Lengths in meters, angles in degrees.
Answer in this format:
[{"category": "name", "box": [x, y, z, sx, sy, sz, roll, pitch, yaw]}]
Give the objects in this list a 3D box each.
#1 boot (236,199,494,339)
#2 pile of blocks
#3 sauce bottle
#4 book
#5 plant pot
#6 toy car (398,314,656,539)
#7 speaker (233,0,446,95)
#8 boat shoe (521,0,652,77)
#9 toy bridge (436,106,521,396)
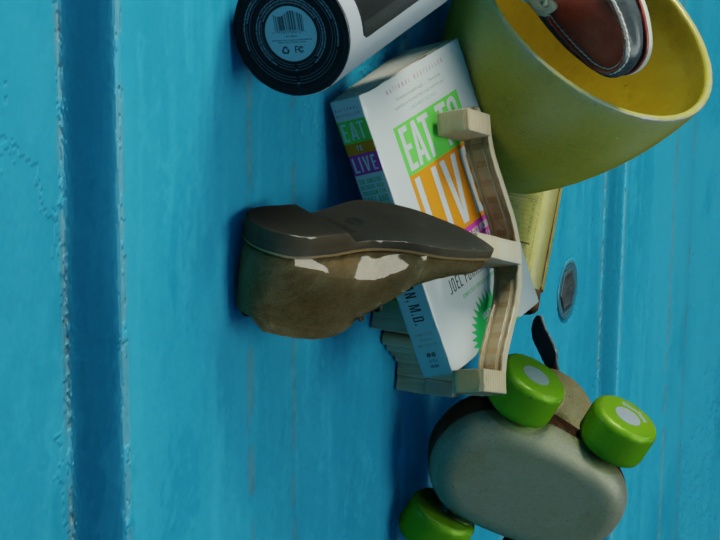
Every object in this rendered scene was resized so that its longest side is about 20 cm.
[{"category": "boot", "box": [0.000, 0.000, 1.688, 0.200, 0.074, 0.076, -2, 113, -40]}, {"category": "pile of blocks", "box": [0.050, 0.024, 1.883, 0.200, 0.062, 0.082, 66, 38, -54]}, {"category": "sauce bottle", "box": [0.127, -0.068, 2.045, 0.066, 0.066, 0.201, 35, 65, -66]}, {"category": "book", "box": [0.050, -0.043, 1.801, 0.134, 0.048, 0.201, -38, 112, -54]}, {"category": "plant pot", "box": [0.134, -0.138, 1.897, 0.142, 0.200, 0.200, -52, 179, 37]}, {"category": "toy car", "box": [0.122, 0.119, 2.011, 0.165, 0.157, 0.200, -59, -163, 25]}, {"category": "speaker", "box": [-0.004, -0.176, 1.653, 0.200, 0.081, 0.082, -41, 135, -59]}, {"category": "boat shoe", "box": [0.125, -0.214, 1.774, 0.200, 0.071, 0.063, 58, 34, 4]}, {"category": "toy bridge", "box": [0.085, -0.014, 1.783, 0.067, 0.027, 0.201, 11, 73, -56]}]
